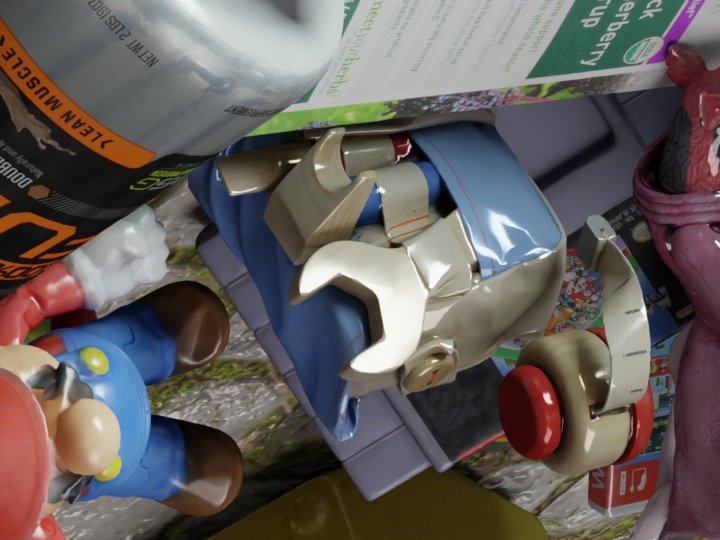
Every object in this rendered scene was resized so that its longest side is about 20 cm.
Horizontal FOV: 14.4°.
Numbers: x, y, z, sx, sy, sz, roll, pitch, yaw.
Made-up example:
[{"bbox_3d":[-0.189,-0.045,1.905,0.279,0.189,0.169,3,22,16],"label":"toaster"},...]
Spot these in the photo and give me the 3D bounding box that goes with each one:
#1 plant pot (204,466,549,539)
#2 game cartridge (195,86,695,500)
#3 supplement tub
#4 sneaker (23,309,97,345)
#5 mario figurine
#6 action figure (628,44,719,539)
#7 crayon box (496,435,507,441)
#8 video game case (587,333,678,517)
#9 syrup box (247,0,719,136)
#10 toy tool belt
[{"bbox_3d":[-0.005,0.202,1.357,0.195,0.195,0.200,-30,144,12],"label":"plant pot"},{"bbox_3d":[0.053,-0.010,1.083,0.199,0.130,0.038,-32,-172,13],"label":"game cartridge"},{"bbox_3d":[-0.113,-0.059,0.834,0.200,0.123,0.122,-32,153,29],"label":"supplement tub"},{"bbox_3d":[-0.152,0.005,0.993,0.090,0.078,0.200,-29,164,7],"label":"sneaker"},{"bbox_3d":[-0.087,0.053,0.937,0.106,0.124,0.200,-44,168,21],"label":"mario figurine"},{"bbox_3d":[0.139,-0.003,1.014,0.148,0.134,0.200,-10,130,29],"label":"action figure"},{"bbox_3d":[0.085,0.039,1.215,0.199,0.051,0.127,-8,-179,-28],"label":"crayon box"},{"bbox_3d":[0.158,-0.007,1.153,0.142,0.017,0.201,-9,110,-29],"label":"video game case"},{"bbox_3d":[0.043,-0.107,0.936,0.199,0.082,0.079,-7,150,-29],"label":"syrup box"},{"bbox_3d":[0.000,0.000,0.967,0.122,0.200,0.125,-13,142,-25],"label":"toy tool belt"}]
